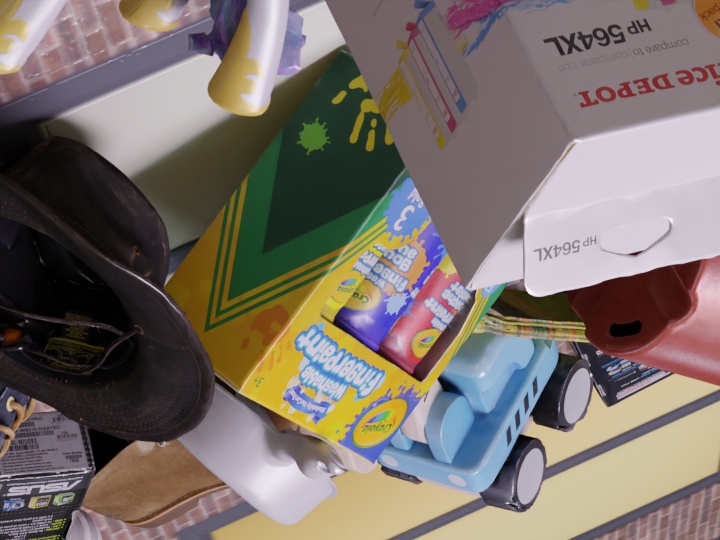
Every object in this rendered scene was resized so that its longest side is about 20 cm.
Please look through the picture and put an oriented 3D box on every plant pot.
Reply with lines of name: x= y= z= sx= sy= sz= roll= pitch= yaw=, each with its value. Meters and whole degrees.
plant pot: x=0.235 y=-0.010 z=1.537 sx=0.195 sy=0.201 sz=0.201 roll=11 pitch=142 yaw=-27

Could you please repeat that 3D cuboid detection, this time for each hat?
hat: x=-0.139 y=-0.008 z=1.265 sx=0.081 sy=0.201 sz=0.201 roll=-61 pitch=175 yaw=-29

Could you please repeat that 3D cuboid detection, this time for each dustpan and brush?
dustpan and brush: x=-0.052 y=0.096 z=1.464 sx=0.057 sy=0.140 sz=0.200 roll=-48 pitch=-160 yaw=0

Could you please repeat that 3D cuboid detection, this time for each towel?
towel: x=0.129 y=0.024 z=1.616 sx=0.200 sy=0.086 sz=0.018 roll=5 pitch=105 yaw=-31

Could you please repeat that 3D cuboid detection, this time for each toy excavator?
toy excavator: x=0.041 y=0.071 z=1.600 sx=0.195 sy=0.100 sz=0.200 roll=-59 pitch=146 yaw=-27

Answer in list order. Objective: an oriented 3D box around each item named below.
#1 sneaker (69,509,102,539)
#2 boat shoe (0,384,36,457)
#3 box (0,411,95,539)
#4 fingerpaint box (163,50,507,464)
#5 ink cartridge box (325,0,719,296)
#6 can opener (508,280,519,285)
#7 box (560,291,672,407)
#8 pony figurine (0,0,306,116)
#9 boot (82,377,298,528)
sneaker: x=-0.260 y=0.196 z=1.651 sx=0.200 sy=0.075 sz=0.082 roll=-36 pitch=147 yaw=2
boat shoe: x=-0.195 y=0.070 z=1.388 sx=0.200 sy=0.091 sz=0.071 roll=-13 pitch=155 yaw=-30
box: x=-0.264 y=0.151 z=1.500 sx=0.200 sy=0.048 sz=0.193 roll=-4 pitch=149 yaw=-21
fingerpaint box: x=0.000 y=0.000 z=1.387 sx=0.167 sy=0.073 sz=0.200 roll=-53 pitch=156 yaw=0
ink cartridge box: x=0.090 y=-0.095 z=1.183 sx=0.128 sy=0.200 sz=0.125 roll=-14 pitch=155 yaw=-28
can opener: x=0.014 y=-0.007 z=1.523 sx=0.200 sy=0.053 sz=0.067 roll=-16 pitch=124 yaw=-22
box: x=0.230 y=0.008 z=1.776 sx=0.200 sy=0.046 sz=0.159 roll=-28 pitch=158 yaw=3
pony figurine: x=-0.046 y=-0.153 z=0.979 sx=0.193 sy=0.167 sz=0.200 roll=9 pitch=131 yaw=-15
boot: x=-0.097 y=0.092 z=1.584 sx=0.200 sy=0.074 sz=0.075 roll=-36 pitch=146 yaw=29
